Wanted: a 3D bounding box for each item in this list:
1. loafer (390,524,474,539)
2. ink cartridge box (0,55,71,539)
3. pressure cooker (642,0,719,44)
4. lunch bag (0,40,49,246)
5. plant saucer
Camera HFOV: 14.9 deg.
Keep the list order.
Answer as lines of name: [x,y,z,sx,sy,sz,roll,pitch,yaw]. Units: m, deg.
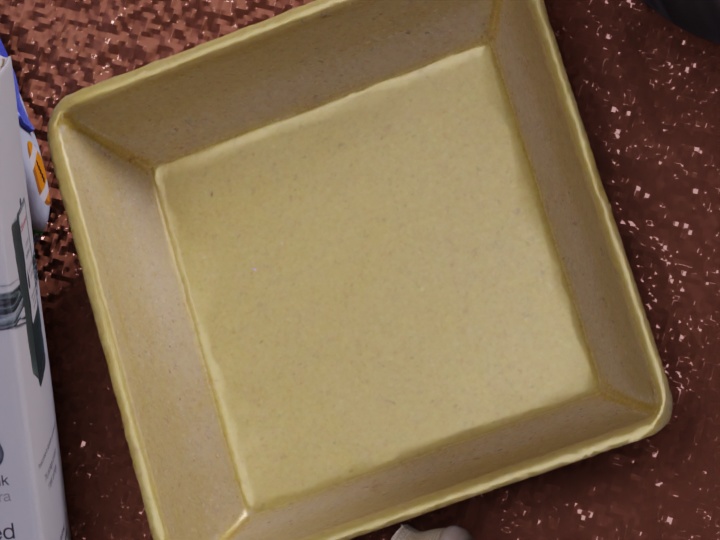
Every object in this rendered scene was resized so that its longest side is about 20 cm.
loafer: [-0.028,0.170,0.994,0.068,0.076,0.200,32,89,14]
ink cartridge box: [-0.191,0.028,1.012,0.146,0.083,0.201,-6,103,0]
pressure cooker: [0.141,-0.176,0.955,0.178,0.200,0.177,2,78,16]
lunch bag: [-0.216,-0.076,1.103,0.160,0.076,0.201,-26,74,7]
plant saucer: [0.000,0.000,1.037,0.199,0.048,0.201,-20,74,11]
